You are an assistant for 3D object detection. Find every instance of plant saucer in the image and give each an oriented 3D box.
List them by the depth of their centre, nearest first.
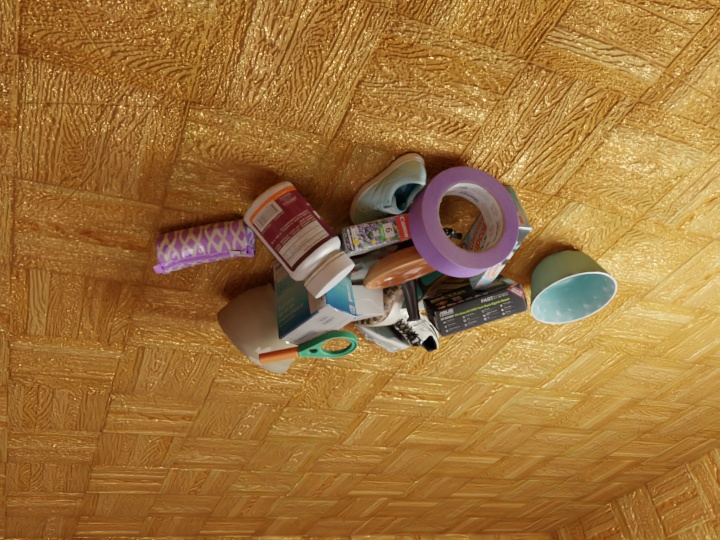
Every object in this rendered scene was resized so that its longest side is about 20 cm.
[{"bbox_3d":[0.097,-0.012,1.263,0.200,0.038,0.200,-18,169,-4],"label":"plant saucer"}]

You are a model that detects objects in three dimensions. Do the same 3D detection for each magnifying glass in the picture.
[{"bbox_3d":[-0.104,0.160,1.248,0.200,0.022,0.080,-9,143,1],"label":"magnifying glass"}]

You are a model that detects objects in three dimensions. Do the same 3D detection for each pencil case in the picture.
[{"bbox_3d":[-0.301,-0.045,1.218,0.200,0.086,0.084,-11,143,3],"label":"pencil case"}]

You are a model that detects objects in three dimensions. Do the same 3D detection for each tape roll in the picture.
[{"bbox_3d":[0.194,-0.091,1.165,0.200,0.200,0.066,5,165,-18],"label":"tape roll"}]

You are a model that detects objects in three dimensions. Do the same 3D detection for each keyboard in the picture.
[{"bbox_3d":[0.152,-0.057,1.284,0.127,0.021,0.200,-23,169,20],"label":"keyboard"}]

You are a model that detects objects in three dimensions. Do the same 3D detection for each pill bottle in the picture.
[{"bbox_3d":[-0.110,-0.055,1.139,0.114,0.200,0.114,-40,175,-4],"label":"pill bottle"}]

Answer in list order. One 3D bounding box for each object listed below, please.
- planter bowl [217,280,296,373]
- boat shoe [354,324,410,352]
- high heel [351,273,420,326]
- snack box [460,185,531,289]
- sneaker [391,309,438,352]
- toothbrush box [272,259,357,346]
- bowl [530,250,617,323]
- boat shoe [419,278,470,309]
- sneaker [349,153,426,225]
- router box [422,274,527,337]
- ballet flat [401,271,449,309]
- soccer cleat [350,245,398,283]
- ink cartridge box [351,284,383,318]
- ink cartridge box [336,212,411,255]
[{"bbox_3d":[-0.196,0.109,1.370,0.135,0.200,0.200,-48,132,7],"label":"planter bowl"},{"bbox_3d":[0.048,0.162,1.565,0.065,0.075,0.202,-36,142,23],"label":"boat shoe"},{"bbox_3d":[0.051,0.055,1.431,0.200,0.143,0.071,-12,171,38],"label":"high heel"},{"bbox_3d":[0.274,-0.065,1.289,0.037,0.116,0.200,3,140,-20],"label":"snack box"},{"bbox_3d":[0.129,0.142,1.544,0.200,0.088,0.076,26,132,-35],"label":"sneaker"},{"bbox_3d":[-0.098,0.036,1.270,0.146,0.200,0.085,-35,136,30],"label":"toothbrush box"},{"bbox_3d":[0.485,0.028,1.460,0.200,0.105,0.201,-5,142,-4],"label":"bowl"},{"bbox_3d":[0.205,0.067,1.479,0.200,0.068,0.075,-13,142,4],"label":"boat shoe"},{"bbox_3d":[0.049,-0.134,1.182,0.074,0.082,0.200,19,134,-30],"label":"sneaker"},{"bbox_3d":[0.249,0.075,1.373,0.200,0.150,0.062,-17,98,-2],"label":"router box"},{"bbox_3d":[0.150,0.031,1.429,0.200,0.069,0.063,-38,156,34],"label":"ballet flat"},{"bbox_3d":[0.000,0.000,1.356,0.200,0.069,0.078,-20,144,8],"label":"soccer cleat"},{"bbox_3d":[-0.047,0.079,1.394,0.116,0.067,0.200,2,169,-29],"label":"ink cartridge box"},{"bbox_3d":[0.051,-0.072,1.218,0.200,0.050,0.109,-14,177,-15],"label":"ink cartridge box"}]
